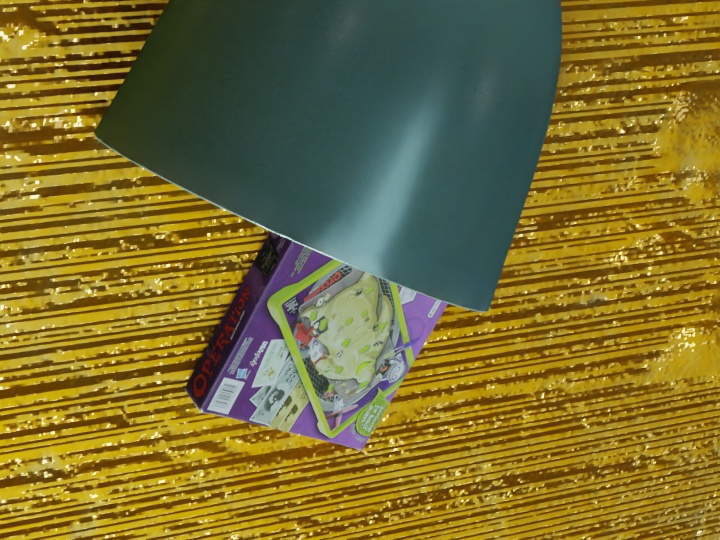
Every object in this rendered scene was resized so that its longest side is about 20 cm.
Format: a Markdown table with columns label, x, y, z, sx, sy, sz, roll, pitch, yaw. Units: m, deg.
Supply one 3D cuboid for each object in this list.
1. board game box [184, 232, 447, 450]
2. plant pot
| label | x | y | z | sx | sy | sz | roll | pitch | yaw |
| --- | --- | --- | --- | --- | --- | --- | --- | --- | --- |
| board game box | 0.000 | 0.000 | 1.104 | 0.120 | 0.032 | 0.200 | 19 | 108 | -35 |
| plant pot | 0.001 | -0.095 | 0.939 | 0.200 | 0.201 | 0.161 | 20 | 97 | -39 |
